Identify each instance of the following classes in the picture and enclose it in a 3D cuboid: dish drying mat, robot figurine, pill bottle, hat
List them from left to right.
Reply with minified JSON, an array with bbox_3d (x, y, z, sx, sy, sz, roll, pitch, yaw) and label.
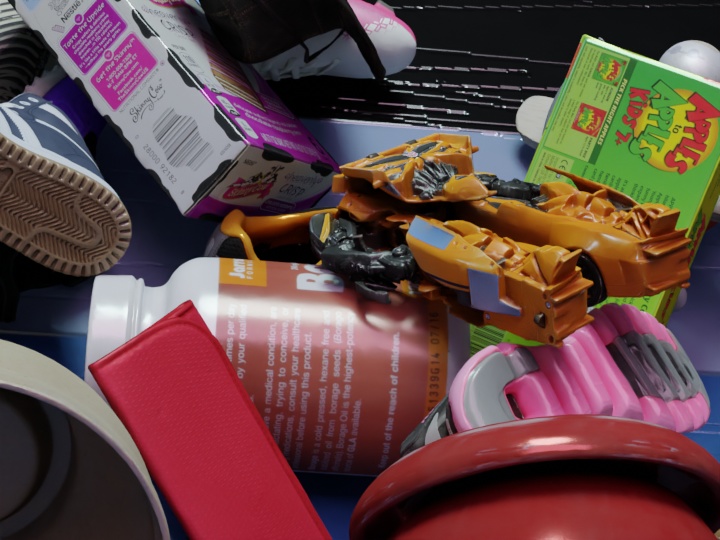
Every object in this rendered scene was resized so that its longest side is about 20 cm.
[{"bbox_3d":[-0.056,0.115,0.882,0.077,0.018,0.201,-35,98,-45],"label":"dish drying mat"},{"bbox_3d":[-0.063,-0.175,1.075,0.081,0.201,0.201,-35,55,4],"label":"hat"},{"bbox_3d":[-0.046,0.051,0.966,0.199,0.113,0.113,4,46,-6],"label":"pill bottle"},{"bbox_3d":[0.066,-0.023,0.933,0.144,0.059,0.200,-22,31,-35],"label":"robot figurine"}]

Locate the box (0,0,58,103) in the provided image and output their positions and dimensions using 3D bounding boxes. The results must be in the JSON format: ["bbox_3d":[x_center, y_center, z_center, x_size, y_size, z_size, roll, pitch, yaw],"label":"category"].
[{"bbox_3d":[-0.259,-0.105,1.098,0.068,0.082,0.200,23,49,12],"label":"box"}]

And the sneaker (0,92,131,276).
[{"bbox_3d":[-0.213,-0.077,0.946,0.200,0.070,0.109,37,8,-29],"label":"sneaker"}]

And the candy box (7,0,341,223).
[{"bbox_3d":[-0.113,-0.116,1.075,0.200,0.061,0.136,49,14,18],"label":"candy box"}]

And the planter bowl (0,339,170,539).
[{"bbox_3d":[-0.192,0.112,0.848,0.199,0.201,0.135,0,23,-10],"label":"planter bowl"}]

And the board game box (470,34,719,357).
[{"bbox_3d":[0.138,-0.021,1.022,0.101,0.048,0.201,22,88,18],"label":"board game box"}]

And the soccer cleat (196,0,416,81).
[{"bbox_3d":[-0.065,-0.148,1.190,0.199,0.070,0.087,14,60,8],"label":"soccer cleat"}]

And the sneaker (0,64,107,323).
[{"bbox_3d":[-0.183,-0.040,1.066,0.099,0.070,0.200,29,52,7],"label":"sneaker"}]

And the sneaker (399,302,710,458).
[{"bbox_3d":[0.098,0.076,0.927,0.199,0.095,0.079,-6,61,-43],"label":"sneaker"}]

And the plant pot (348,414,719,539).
[{"bbox_3d":[0.083,0.173,0.790,0.199,0.201,0.184,-1,62,-10],"label":"plant pot"}]

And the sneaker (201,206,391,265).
[{"bbox_3d":[0.000,0.000,1.047,0.199,0.078,0.079,-5,46,-17],"label":"sneaker"}]

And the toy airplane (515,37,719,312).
[{"bbox_3d":[0.197,-0.071,1.100,0.199,0.142,0.200,-8,36,7],"label":"toy airplane"}]

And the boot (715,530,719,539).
[{"bbox_3d":[0.146,0.127,0.962,0.199,0.066,0.176,4,45,-3],"label":"boot"}]

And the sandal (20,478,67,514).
[{"bbox_3d":[-0.220,0.055,0.970,0.200,0.058,0.080,29,49,18],"label":"sandal"}]
